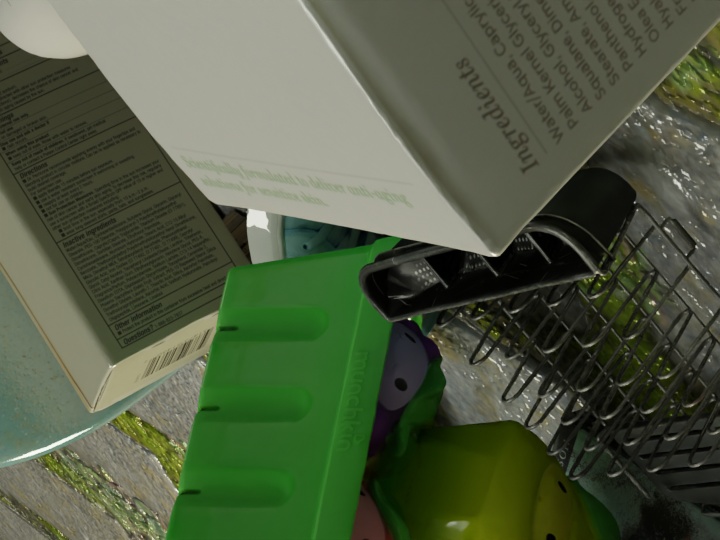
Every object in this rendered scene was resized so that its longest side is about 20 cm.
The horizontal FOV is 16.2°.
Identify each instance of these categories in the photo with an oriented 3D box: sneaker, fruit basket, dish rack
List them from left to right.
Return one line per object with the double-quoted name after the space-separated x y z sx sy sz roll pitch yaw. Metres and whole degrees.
0.000 0.000 1.295 0.081 0.074 0.200 7 145 20 "sneaker"
0.024 0.102 1.196 0.215 0.216 0.156 37 157 25 "fruit basket"
0.111 0.043 1.078 0.200 0.055 0.153 47 152 -18 "dish rack"

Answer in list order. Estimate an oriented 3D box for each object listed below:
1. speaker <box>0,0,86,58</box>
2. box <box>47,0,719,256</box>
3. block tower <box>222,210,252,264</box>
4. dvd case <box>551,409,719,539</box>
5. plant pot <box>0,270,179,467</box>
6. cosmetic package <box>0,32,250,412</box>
-0.126 -0.157 1.175 0.081 0.081 0.200 46 162 -5 "speaker"
-0.005 -0.138 0.786 0.200 0.171 0.199 53 161 -24 "box"
-0.086 -0.001 1.483 0.200 0.054 0.058 19 150 56 "block tower"
0.159 0.179 1.248 0.200 0.022 0.147 35 122 34 "dvd case"
-0.240 0.017 1.634 0.196 0.200 0.196 53 161 -27 "plant pot"
-0.151 -0.037 1.378 0.201 0.103 0.073 57 154 14 "cosmetic package"
